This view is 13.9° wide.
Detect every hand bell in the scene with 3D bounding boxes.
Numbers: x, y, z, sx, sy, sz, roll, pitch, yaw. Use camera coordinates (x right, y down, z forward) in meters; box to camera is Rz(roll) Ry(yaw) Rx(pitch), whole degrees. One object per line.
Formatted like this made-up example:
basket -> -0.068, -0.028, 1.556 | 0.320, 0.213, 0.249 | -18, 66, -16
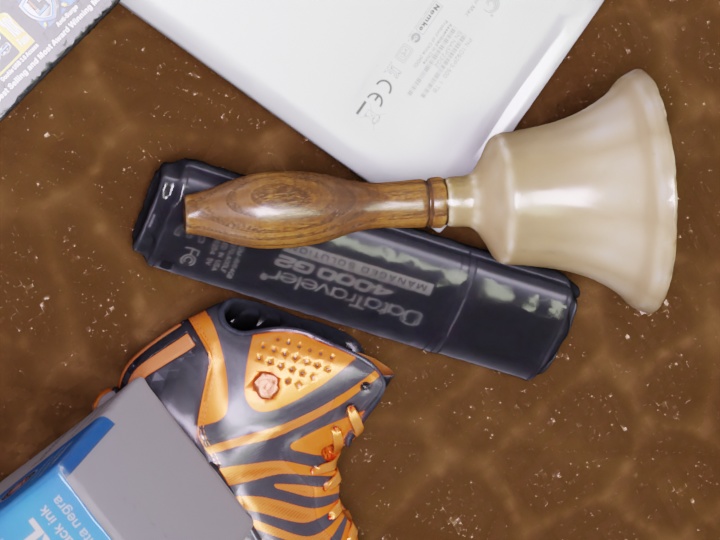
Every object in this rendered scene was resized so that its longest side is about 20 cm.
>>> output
hand bell -> 0.025, -0.030, 1.249 | 0.199, 0.104, 0.105 | -3, 100, -9

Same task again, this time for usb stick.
usb stick -> 0.000, 0.000, 1.294 | 0.199, 0.033, 0.056 | 17, 120, -16

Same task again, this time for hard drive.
hard drive -> -0.007, -0.127, 1.276 | 0.200, 0.026, 0.132 | 35, 90, -16

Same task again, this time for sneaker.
sneaker -> -0.014, 0.097, 1.286 | 0.112, 0.078, 0.200 | -41, 106, -3

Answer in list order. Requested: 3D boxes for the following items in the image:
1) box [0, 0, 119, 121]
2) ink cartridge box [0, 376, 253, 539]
box -> -0.163, -0.181, 1.205 | 0.200, 0.048, 0.193 | -44, 98, -2
ink cartridge box -> -0.154, 0.147, 1.194 | 0.200, 0.146, 0.084 | -37, 95, 14
